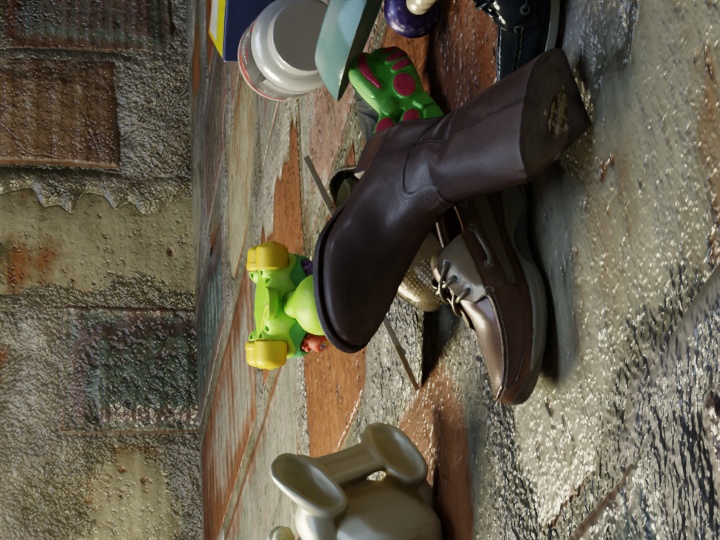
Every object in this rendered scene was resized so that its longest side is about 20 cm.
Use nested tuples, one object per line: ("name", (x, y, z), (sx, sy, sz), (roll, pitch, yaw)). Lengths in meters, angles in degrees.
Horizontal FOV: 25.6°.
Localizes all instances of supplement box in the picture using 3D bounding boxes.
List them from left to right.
("supplement box", (-0.144, -0.359, 2.190), (0.200, 0.109, 0.109), (-119, 33, -67))

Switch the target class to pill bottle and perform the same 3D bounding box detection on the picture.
("pill bottle", (-0.078, -0.261, 1.848), (0.200, 0.111, 0.111), (-178, 89, -78))

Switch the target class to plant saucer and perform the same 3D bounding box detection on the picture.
("plant saucer", (-0.001, -0.257, 1.474), (0.200, 0.036, 0.200), (21, -90, -90))

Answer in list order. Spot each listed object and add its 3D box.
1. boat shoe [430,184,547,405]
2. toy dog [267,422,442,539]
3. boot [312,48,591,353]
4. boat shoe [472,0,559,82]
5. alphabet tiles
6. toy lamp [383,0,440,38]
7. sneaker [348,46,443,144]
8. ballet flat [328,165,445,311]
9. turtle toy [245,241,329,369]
("boat shoe", (0.084, 0.006, 1.116), (0.076, 0.072, 0.200), (106, 161, -52))
("toy dog", (0.005, 0.263, 1.388), (0.194, 0.139, 0.200), (35, 131, 31))
("boot", (0.060, -0.045, 1.051), (0.200, 0.064, 0.187), (-16, 54, 49))
("boat shoe", (0.101, -0.204, 1.072), (0.075, 0.066, 0.200), (-109, 23, -59))
("alphabet tiles", (0.000, 0.000, 1.386), (0.167, 0.008, 0.200), (65, 180, -72))
("toy lamp", (0.064, -0.236, 1.292), (0.200, 0.058, 0.058), (149, 122, -80))
("sneaker", (0.040, -0.116, 1.394), (0.200, 0.077, 0.084), (-100, -6, -46))
("ballet flat", (0.018, -0.031, 1.384), (0.071, 0.065, 0.200), (-65, 31, 21))
("turtle toy", (-0.072, 0.040, 1.803), (0.200, 0.101, 0.146), (171, 100, -78))
